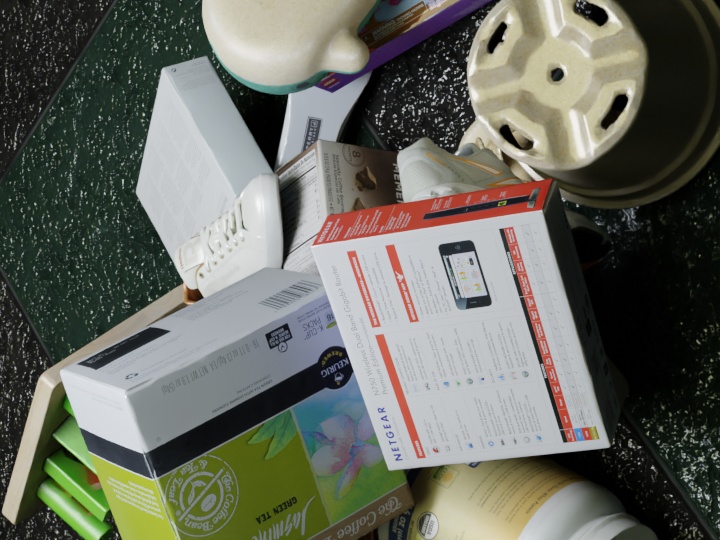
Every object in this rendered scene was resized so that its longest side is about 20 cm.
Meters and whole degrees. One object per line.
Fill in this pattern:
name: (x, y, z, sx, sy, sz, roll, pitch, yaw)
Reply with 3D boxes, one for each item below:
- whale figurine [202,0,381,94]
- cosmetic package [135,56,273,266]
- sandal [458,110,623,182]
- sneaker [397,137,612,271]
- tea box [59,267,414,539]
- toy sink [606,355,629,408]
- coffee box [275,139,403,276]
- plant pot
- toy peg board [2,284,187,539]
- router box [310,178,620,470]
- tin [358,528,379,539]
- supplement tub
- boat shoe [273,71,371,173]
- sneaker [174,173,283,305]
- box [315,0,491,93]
whale figurine: (-0.034, -0.226, 1.644, 0.199, 0.104, 0.160, -29, 71, -5)
cosmetic package: (-0.145, -0.076, 1.824, 0.152, 0.051, 0.201, 62, 154, 24)
sandal: (0.142, -0.103, 1.597, 0.210, 0.069, 0.078, 1, 93, 43)
sneaker: (0.111, -0.053, 1.498, 0.076, 0.199, 0.093, -41, 48, 34)
tea box: (-0.094, 0.130, 1.520, 0.133, 0.199, 0.198, 11, 124, 59)
toy sink: (0.099, 0.068, 1.552, 0.112, 0.130, 0.200, -41, 91, 25)
coffee box: (0.000, 0.000, 1.670, 0.080, 0.112, 0.202, -33, 57, 52)
plant pot: (0.166, -0.144, 1.456, 0.199, 0.183, 0.203, 1, 94, 21)
toy peg board: (-0.217, 0.149, 1.839, 0.098, 0.199, 0.201, 38, 133, 17)
router box: (0.079, 0.043, 1.428, 0.178, 0.049, 0.201, -7, 118, 22)
tin: (0.042, 0.184, 1.657, 0.042, 0.111, 0.202, 34, 132, 46)
supplement tub: (0.127, 0.219, 1.576, 0.199, 0.144, 0.146, 25, 109, 39)
boat shoe: (-0.039, -0.143, 1.768, 0.057, 0.068, 0.202, -115, 42, -79)
sneaker: (-0.116, -0.016, 1.709, 0.200, 0.084, 0.073, 112, 155, -56)
box: (0.024, -0.260, 1.681, 0.199, 0.039, 0.138, -28, 72, 21)
